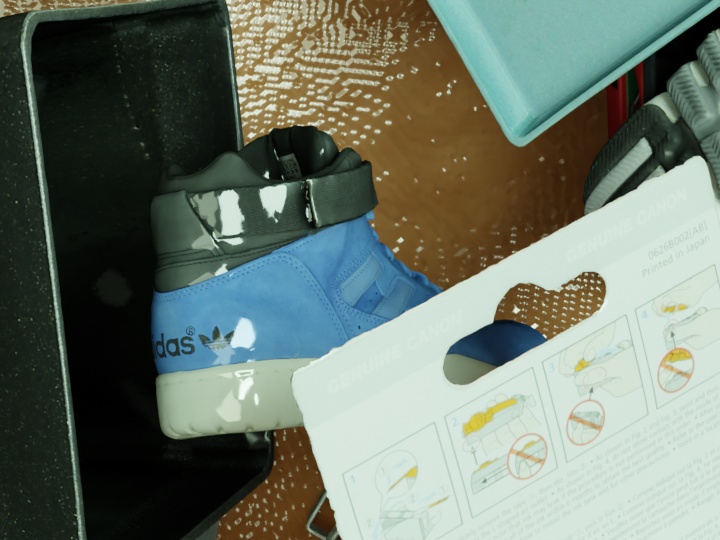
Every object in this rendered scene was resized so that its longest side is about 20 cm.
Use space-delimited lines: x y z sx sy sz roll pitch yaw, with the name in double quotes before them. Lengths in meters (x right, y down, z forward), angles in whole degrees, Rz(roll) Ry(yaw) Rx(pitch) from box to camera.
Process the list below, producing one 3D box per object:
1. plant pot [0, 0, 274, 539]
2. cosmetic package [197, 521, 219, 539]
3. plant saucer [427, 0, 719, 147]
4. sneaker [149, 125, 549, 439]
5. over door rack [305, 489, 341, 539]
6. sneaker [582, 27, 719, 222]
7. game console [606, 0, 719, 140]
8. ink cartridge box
"plant pot" -0.153 0.007 0.746 0.177 0.200 0.200 -4 99 15
"cosmetic package" -0.107 0.163 0.755 0.081 0.200 0.113 9 99 2
"plant saucer" 0.107 -0.118 0.611 0.200 0.019 0.070 -35 79 31
"sneaker" 0.001 0.000 0.747 0.077 0.200 0.112 -10 84 44
"over door rack" 0.045 0.172 0.776 0.200 0.148 0.067 44 93 -4
"sneaker" 0.171 -0.063 0.657 0.200 0.115 0.075 -43 55 41
"game console" 0.174 -0.076 0.717 0.176 0.200 0.031 -20 54 -6
"ink cartridge box" 0.057 0.080 0.645 0.162 0.050 0.201 -27 115 -23
